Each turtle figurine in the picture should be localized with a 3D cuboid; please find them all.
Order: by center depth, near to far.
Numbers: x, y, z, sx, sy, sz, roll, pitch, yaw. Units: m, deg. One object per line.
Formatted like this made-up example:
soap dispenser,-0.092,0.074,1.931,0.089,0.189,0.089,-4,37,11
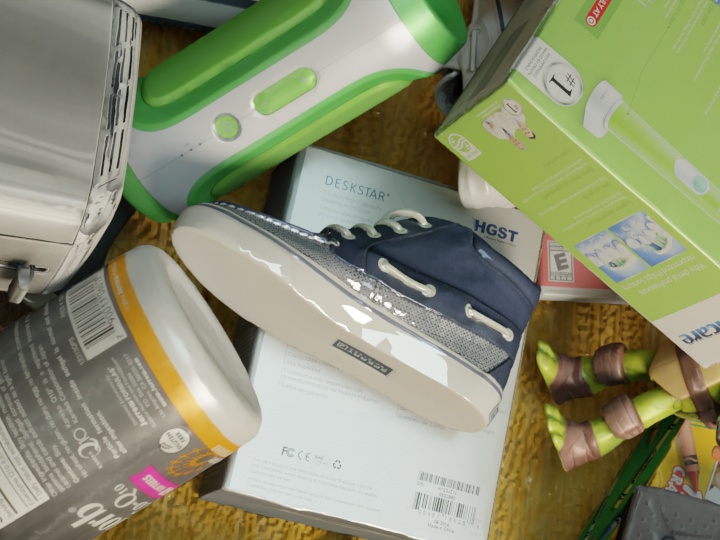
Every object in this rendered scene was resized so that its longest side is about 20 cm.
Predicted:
turtle figurine,0.185,0.051,0.954,0.160,0.064,0.201,-16,58,17

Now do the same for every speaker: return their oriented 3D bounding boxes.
speaker,-0.045,-0.104,0.888,0.199,0.088,0.089,-29,87,19

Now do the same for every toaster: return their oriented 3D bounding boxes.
toaster,-0.187,-0.081,0.827,0.128,0.114,0.201,15,56,-22

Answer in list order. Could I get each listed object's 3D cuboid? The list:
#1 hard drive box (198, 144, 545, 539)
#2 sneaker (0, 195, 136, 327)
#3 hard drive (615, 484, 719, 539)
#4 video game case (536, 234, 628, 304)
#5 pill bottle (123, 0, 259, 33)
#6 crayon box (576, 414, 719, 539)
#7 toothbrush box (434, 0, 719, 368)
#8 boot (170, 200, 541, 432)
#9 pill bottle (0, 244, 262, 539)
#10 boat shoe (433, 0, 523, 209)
hard drive box,0.008,0.049,0.942,0.155,0.077,0.202,16,75,-13
sneaker,-0.223,-0.053,0.905,0.199,0.075,0.107,34,61,-10
hard drive,0.222,0.213,0.928,0.199,0.042,0.136,22,73,-11
video game case,0.175,-0.078,1.048,0.142,0.017,0.202,3,78,-16
pill bottle,-0.076,-0.195,0.944,0.198,0.120,0.121,8,77,-15
crayon box,0.203,0.164,0.986,0.119,0.058,0.200,38,71,-6
toothbrush box,0.163,-0.072,0.870,0.200,0.086,0.146,38,62,-9
boot,0.000,0.000,0.880,0.199,0.073,0.091,33,64,-15
pill bottle,-0.160,0.083,0.840,0.199,0.116,0.117,-32,89,3
boat shoe,0.074,-0.113,0.969,0.065,0.074,0.201,-11,40,7
